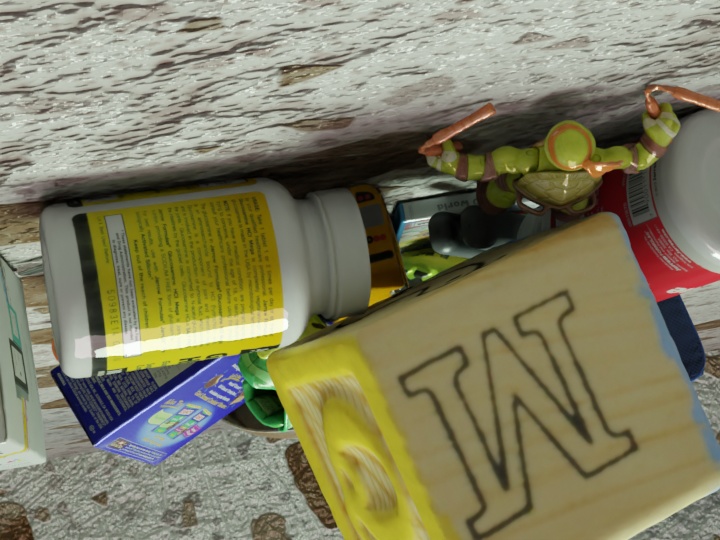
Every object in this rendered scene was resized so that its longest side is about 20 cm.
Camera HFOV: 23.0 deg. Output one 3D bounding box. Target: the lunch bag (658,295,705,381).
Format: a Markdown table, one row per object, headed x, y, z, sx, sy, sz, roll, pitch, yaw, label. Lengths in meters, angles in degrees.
| x | y | z | sx | sy | sz | roll | pitch | yaw | label |
| --- | --- | --- | --- | --- | --- | --- | --- | --- | --- |
| 0.189 | 0.047 | 1.526 | 0.136 | 0.200 | 0.132 | -3 | 151 | -26 | lunch bag |

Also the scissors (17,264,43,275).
| x | y | z | sx | sy | sz | roll | pitch | yaw | label |
| --- | --- | --- | --- | --- | --- | --- | --- | --- | --- |
| -0.166 | -0.022 | 1.260 | 0.200 | 0.014 | 0.073 | -11 | 174 | 12 | scissors |

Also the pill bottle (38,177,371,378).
| x | y | z | sx | sy | sz | roll | pitch | yaw | label |
| --- | --- | --- | --- | --- | --- | --- | --- | --- | --- |
| -0.100 | 0.001 | 1.136 | 0.200 | 0.113 | 0.112 | -8 | 171 | -13 | pill bottle |

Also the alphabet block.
| x | y | z | sx | sy | sz | roll | pitch | yaw | label |
| --- | --- | --- | --- | --- | --- | --- | --- | --- | --- |
| 0.085 | 0.097 | 1.167 | 0.200 | 0.197 | 0.195 | -25 | -179 | -22 | alphabet block |

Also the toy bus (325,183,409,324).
| x | y | z | sx | sy | sz | roll | pitch | yaw | label |
| --- | --- | --- | --- | --- | --- | --- | --- | --- | --- |
| 0.000 | 0.000 | 1.318 | 0.065 | 0.078 | 0.200 | -15 | 168 | 2 | toy bus |

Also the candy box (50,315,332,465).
| x | y | z | sx | sy | sz | roll | pitch | yaw | label |
| --- | --- | --- | --- | --- | --- | --- | --- | --- | --- |
| -0.122 | 0.063 | 1.391 | 0.200 | 0.077 | 0.169 | -34 | 166 | 1 | candy box |

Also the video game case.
| x | y | z | sx | sy | sz | roll | pitch | yaw | label |
| --- | --- | --- | --- | --- | --- | --- | --- | --- | --- |
| 0.124 | -0.047 | 1.399 | 0.200 | 0.018 | 0.143 | -9 | 171 | -4 | video game case |

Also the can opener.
| x | y | z | sx | sy | sz | roll | pitch | yaw | label |
| --- | --- | --- | --- | --- | --- | --- | --- | --- | --- |
| 0.116 | -0.013 | 1.359 | 0.053 | 0.067 | 0.200 | -12 | 166 | 26 | can opener |

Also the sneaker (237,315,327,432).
| x | y | z | sx | sy | sz | roll | pitch | yaw | label |
| --- | --- | --- | --- | --- | --- | --- | --- | --- | --- |
| -0.048 | 0.080 | 1.323 | 0.084 | 0.074 | 0.200 | -37 | 155 | -3 | sneaker |

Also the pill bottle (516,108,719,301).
| x | y | z | sx | sy | sz | roll | pitch | yaw | label |
| --- | --- | --- | --- | --- | --- | --- | --- | --- | --- |
| 0.201 | -0.034 | 1.244 | 0.112 | 0.112 | 0.200 | -5 | 169 | -32 | pill bottle |

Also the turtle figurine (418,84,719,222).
| x | y | z | sx | sy | sz | roll | pitch | yaw | label |
| --- | --- | --- | --- | --- | --- | --- | --- | --- | --- |
| 0.133 | -0.066 | 1.129 | 0.200 | 0.065 | 0.161 | -9 | 171 | -4 | turtle figurine |

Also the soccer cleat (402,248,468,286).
| x | y | z | sx | sy | sz | roll | pitch | yaw | label |
| --- | --- | --- | --- | --- | --- | --- | --- | --- | --- |
| 0.069 | 0.001 | 1.479 | 0.084 | 0.065 | 0.200 | -38 | -170 | -16 | soccer cleat |

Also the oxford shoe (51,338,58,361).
| x | y | z | sx | sy | sz | roll | pitch | yaw | label |
| --- | --- | --- | --- | --- | --- | --- | --- | --- | --- |
| -0.187 | 0.058 | 1.644 | 0.200 | 0.071 | 0.073 | -2 | 140 | -29 | oxford shoe |

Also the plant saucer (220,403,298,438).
| x | y | z | sx | sy | sz | roll | pitch | yaw | label |
| --- | --- | --- | --- | --- | --- | --- | --- | --- | --- |
| -0.042 | 0.083 | 1.571 | 0.200 | 0.035 | 0.200 | -15 | -145 | 11 | plant saucer |

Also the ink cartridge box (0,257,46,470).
| x | y | z | sx | sy | sz | roll | pitch | yaw | label |
| --- | --- | --- | --- | --- | --- | --- | --- | --- | --- |
| -0.310 | 0.068 | 1.225 | 0.146 | 0.146 | 0.200 | -9 | 171 | -4 | ink cartridge box |
